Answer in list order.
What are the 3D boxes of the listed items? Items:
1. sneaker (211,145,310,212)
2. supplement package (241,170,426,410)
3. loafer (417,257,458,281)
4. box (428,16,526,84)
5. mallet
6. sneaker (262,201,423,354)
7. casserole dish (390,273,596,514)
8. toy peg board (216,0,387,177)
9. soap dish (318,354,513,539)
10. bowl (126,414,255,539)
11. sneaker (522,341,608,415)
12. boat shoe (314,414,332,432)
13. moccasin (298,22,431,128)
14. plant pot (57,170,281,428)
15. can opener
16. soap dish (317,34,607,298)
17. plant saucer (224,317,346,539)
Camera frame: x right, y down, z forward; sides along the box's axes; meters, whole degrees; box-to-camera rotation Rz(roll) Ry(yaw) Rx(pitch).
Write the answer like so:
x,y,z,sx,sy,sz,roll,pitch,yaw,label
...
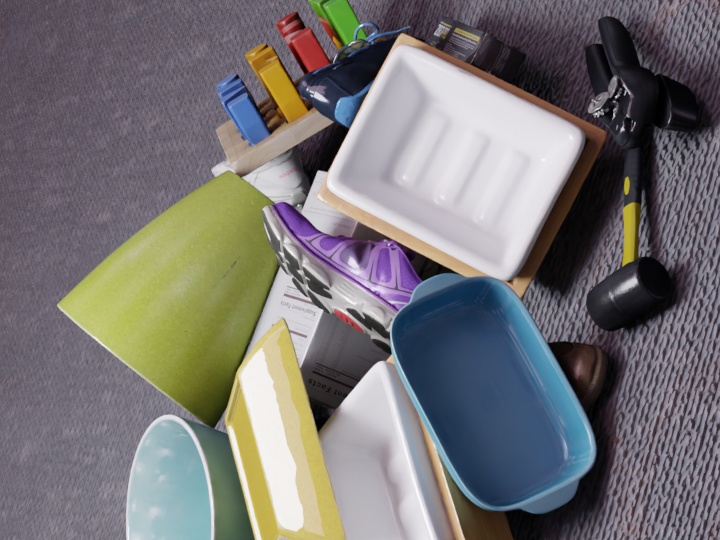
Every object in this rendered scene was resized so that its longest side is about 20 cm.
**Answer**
x,y,z,sx,sy,sz,roll,pitch,yaw,label
-0.099,-0.085,2.078,0.078,0.100,0.200,-26,2,-11,sneaker
-0.009,0.025,1.802,0.109,0.114,0.201,15,81,60,supplement package
0.092,-0.015,1.739,0.201,0.063,0.072,-65,6,-7,loafer
0.075,-0.148,1.821,0.162,0.049,0.200,-64,13,6,box
0.210,-0.039,1.578,0.066,0.041,0.200,-43,31,38,mallet
0.000,0.000,1.697,0.083,0.200,0.081,-48,-20,-18,sneaker
0.097,0.098,1.510,0.200,0.121,0.039,62,156,14,casserole dish
-0.068,-0.201,1.959,0.199,0.098,0.200,-31,16,0,toy peg board
0.043,0.182,1.566,0.157,0.081,0.201,-53,46,47,soap dish
-0.133,0.233,1.825,0.201,0.105,0.202,-6,83,60,bowl
0.112,0.091,1.592,0.200,0.075,0.071,-20,52,53,sneaker
-0.032,0.165,1.781,0.200,0.084,0.069,49,127,44,boat shoe
0.007,-0.183,1.770,0.081,0.068,0.200,-68,-13,20,moccasin
-0.149,0.013,1.857,0.200,0.187,0.187,-51,29,-4,plant pot
0.215,-0.153,1.626,0.064,0.078,0.200,-60,20,19,can opener
0.086,-0.085,1.656,0.200,0.081,0.158,28,90,17,soap dish
-0.070,0.165,1.657,0.200,0.048,0.201,113,143,-68,plant saucer
